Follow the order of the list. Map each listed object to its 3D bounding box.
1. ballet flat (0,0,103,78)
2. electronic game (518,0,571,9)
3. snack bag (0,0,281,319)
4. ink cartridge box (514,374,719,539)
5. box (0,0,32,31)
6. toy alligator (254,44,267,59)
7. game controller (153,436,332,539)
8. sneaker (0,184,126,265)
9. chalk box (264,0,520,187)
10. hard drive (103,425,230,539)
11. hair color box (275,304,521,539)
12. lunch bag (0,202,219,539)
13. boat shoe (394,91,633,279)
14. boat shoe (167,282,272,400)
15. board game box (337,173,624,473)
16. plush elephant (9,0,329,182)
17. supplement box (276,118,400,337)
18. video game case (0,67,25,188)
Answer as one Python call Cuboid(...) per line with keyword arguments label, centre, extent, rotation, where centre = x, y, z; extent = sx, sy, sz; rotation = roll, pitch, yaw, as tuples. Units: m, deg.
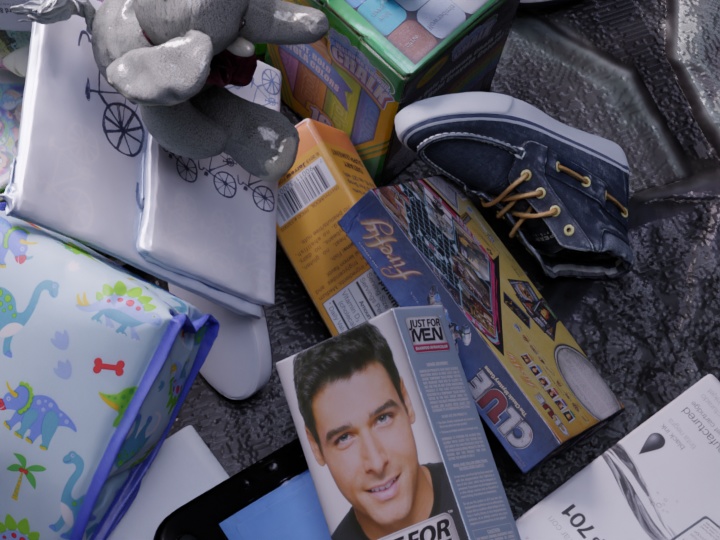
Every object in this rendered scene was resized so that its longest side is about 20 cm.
Cuboid(label="ballet flat", centre=(-0.179, -0.156, 1.572), extent=(0.199, 0.069, 0.072), rotation=(-10, 82, 8))
Cuboid(label="electronic game", centre=(0.110, -0.280, 1.727), extent=(0.199, 0.042, 0.201), rotation=(3, 63, -5))
Cuboid(label="snack bag", centre=(-0.132, -0.084, 1.480), extent=(0.199, 0.021, 0.189), rotation=(24, 54, -33))
Cuboid(label="ink cartridge box", centre=(0.189, 0.186, 1.483), extent=(0.200, 0.086, 0.147), rotation=(-34, 72, -23))
Cuboid(label="box", centre=(-0.227, -0.234, 1.593), extent=(0.155, 0.041, 0.200), rotation=(6, 41, 25))
Cuboid(label="toy alligator", centre=(-0.110, -0.158, 1.625), extent=(0.054, 0.059, 0.200), rotation=(33, 58, 30))
Cuboid(label="game controller", centre=(-0.035, 0.163, 1.465), extent=(0.200, 0.042, 0.104), rotation=(-29, 71, -35))
Cuboid(label="sneaker", centre=(-0.202, -0.037, 1.539), extent=(0.199, 0.089, 0.077), rotation=(-28, 71, -21))
Cuboid(label="chalk box", centre=(0.022, -0.175, 1.574), extent=(0.124, 0.200, 0.124), rotation=(43, 66, 14))
Cuboid(label="hard drive", centre=(-0.103, 0.210, 1.464), extent=(0.132, 0.027, 0.200), rotation=(-32, 71, -21))
Cuboid(label="hair color box", centre=(0.029, 0.132, 1.428), extent=(0.061, 0.099, 0.201), rotation=(-1, 69, -55))
Cuboid(label="lunch bag", centre=(-0.208, 0.080, 1.438), extent=(0.169, 0.127, 0.201), rotation=(27, 91, 11))
Cuboid(label="boat shoe", centre=(0.110, -0.054, 1.562), extent=(0.200, 0.071, 0.091), rotation=(14, 60, -37))
Cuboid(label="boat shoe", centre=(-0.094, -0.016, 1.547), extent=(0.068, 0.072, 0.201), rotation=(-17, 83, -48))
Cuboid(label="board game box", centre=(0.080, 0.030, 1.512), extent=(0.035, 0.135, 0.200), rotation=(-40, 80, 23))
Cuboid(label="plush elephant", centre=(-0.093, -0.154, 1.410), extent=(0.199, 0.155, 0.166), rotation=(12, 84, -28))
Cuboid(label="supplement box", centre=(0.000, 0.000, 1.548), extent=(0.069, 0.066, 0.201), rotation=(-34, 70, 18))
Cuboid(label="video game case", centre=(-0.267, -0.141, 1.618), extent=(0.200, 0.024, 0.182), rotation=(-34, 73, -22))
